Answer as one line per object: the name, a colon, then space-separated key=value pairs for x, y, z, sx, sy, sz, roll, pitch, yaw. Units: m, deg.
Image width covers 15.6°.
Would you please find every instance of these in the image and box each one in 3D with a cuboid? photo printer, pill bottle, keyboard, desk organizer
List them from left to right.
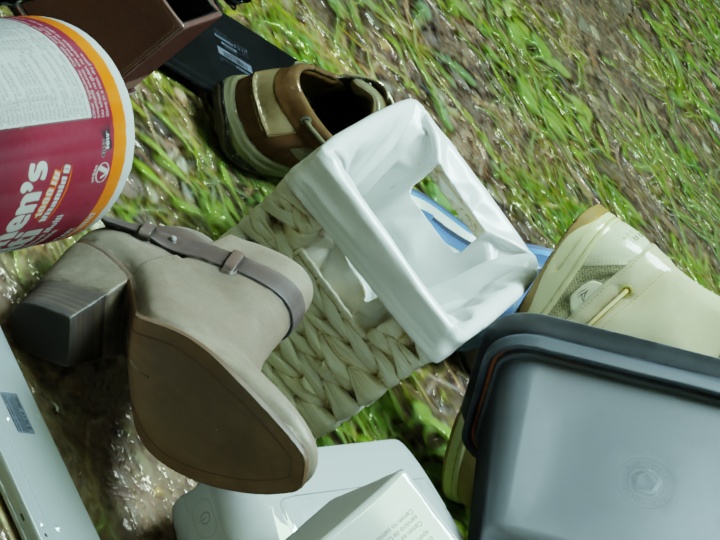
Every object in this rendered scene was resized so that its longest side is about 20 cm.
pill bottle: x=-0.197 y=-0.056 z=1.183 sx=0.110 sy=0.109 sz=0.200 roll=57 pitch=28 yaw=10
keyboard: x=-0.164 y=0.066 z=1.218 sx=0.201 sy=0.011 sz=0.056 roll=62 pitch=18 yaw=21
desk organizer: x=-0.174 y=-0.199 z=1.513 sx=0.200 sy=0.077 sz=0.072 roll=54 pitch=21 yaw=1
keyboard: x=-0.092 y=-0.151 z=1.698 sx=0.200 sy=0.021 sz=0.128 roll=30 pitch=37 yaw=-49
photo printer: x=-0.006 y=0.166 z=1.309 sx=0.167 sy=0.069 sz=0.200 roll=60 pitch=22 yaw=14

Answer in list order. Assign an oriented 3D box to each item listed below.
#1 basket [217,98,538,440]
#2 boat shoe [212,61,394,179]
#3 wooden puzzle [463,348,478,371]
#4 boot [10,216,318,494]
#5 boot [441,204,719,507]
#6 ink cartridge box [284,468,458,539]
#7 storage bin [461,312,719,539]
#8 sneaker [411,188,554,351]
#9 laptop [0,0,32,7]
basket: x=0.000 y=0.000 z=1.510 sx=0.136 sy=0.123 sz=0.200 roll=53 pitch=20 yaw=1
boat shoe: x=-0.012 y=-0.087 z=1.671 sx=0.200 sy=0.074 sz=0.076 roll=9 pitch=63 yaw=-58
wooden puzzle: x=0.164 y=0.127 z=1.768 sx=0.200 sy=0.046 sz=0.186 roll=27 pitch=34 yaw=-50
boot: x=-0.069 y=0.032 z=1.296 sx=0.200 sy=0.070 sz=0.146 roll=30 pitch=30 yaw=23
boot: x=0.149 y=0.083 z=1.542 sx=0.155 sy=0.201 sz=0.073 roll=33 pitch=14 yaw=14
ink cartridge box: x=0.015 y=0.214 z=1.167 sx=0.145 sy=0.084 sz=0.200 roll=-38 pitch=93 yaw=-28
storage bin: x=0.144 y=0.134 z=1.436 sx=0.199 sy=0.146 sz=0.135 roll=15 pitch=50 yaw=1
sneaker: x=0.078 y=0.020 z=1.689 sx=0.199 sy=0.074 sz=0.082 roll=21 pitch=36 yaw=-21
laptop: x=-0.221 y=-0.167 z=1.190 sx=0.200 sy=0.177 sz=0.104 roll=29 pitch=65 yaw=-47
